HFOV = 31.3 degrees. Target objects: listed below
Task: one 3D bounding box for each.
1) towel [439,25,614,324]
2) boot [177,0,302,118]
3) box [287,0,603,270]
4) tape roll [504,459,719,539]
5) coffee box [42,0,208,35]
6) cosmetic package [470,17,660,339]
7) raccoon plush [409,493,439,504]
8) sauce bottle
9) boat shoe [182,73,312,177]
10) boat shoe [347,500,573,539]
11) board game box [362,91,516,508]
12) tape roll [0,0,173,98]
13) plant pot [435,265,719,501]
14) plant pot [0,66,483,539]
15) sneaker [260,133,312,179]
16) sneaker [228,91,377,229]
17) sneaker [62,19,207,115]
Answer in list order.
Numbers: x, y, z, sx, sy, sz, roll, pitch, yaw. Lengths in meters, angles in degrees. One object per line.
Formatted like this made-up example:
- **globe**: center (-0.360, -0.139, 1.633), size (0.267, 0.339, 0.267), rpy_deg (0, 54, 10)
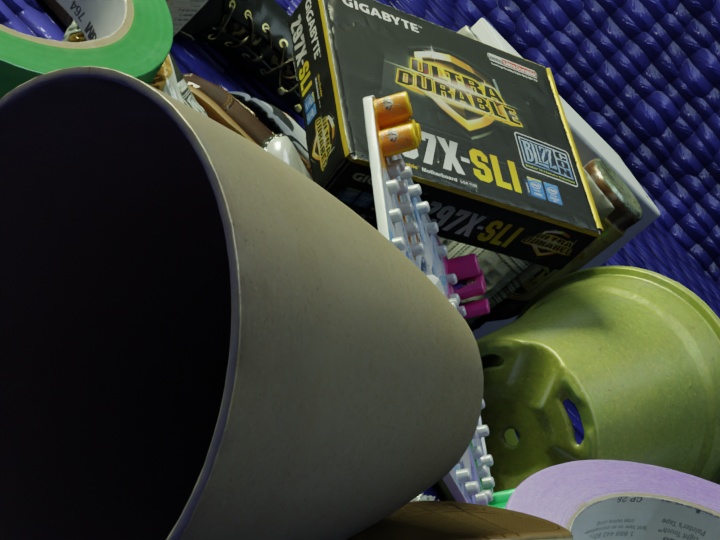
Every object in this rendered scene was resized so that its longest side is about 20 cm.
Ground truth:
- **towel**: center (0.062, -0.062, 0.983), size (0.193, 0.200, 0.035), rpy_deg (53, 12, 14)
- **boot**: center (-0.091, -0.199, 1.108), size (0.154, 0.074, 0.204), rpy_deg (42, 14, -3)
- **box**: center (0.055, -0.095, 0.852), size (0.199, 0.049, 0.160), rpy_deg (15, 48, -29)
- **tape roll**: center (0.160, 0.177, 0.645), size (0.199, 0.066, 0.200), rpy_deg (13, 23, -5)
- **coffee box**: center (-0.138, -0.252, 0.907), size (0.114, 0.200, 0.080), rpy_deg (49, 16, 1)
- **cosmetic package**: center (0.109, -0.068, 1.107), size (0.199, 0.200, 0.123), rpy_deg (40, 19, -27)
- **raccoon plush**: center (0.014, 0.097, 0.674), size (0.134, 0.097, 0.200), rpy_deg (54, 33, -2)
- **sauce bottle**: center (0.128, -0.004, 1.018), size (0.065, 0.200, 0.065), rpy_deg (43, 19, -18)
- **boat shoe**: center (-0.065, -0.060, 0.891), size (0.200, 0.070, 0.070), rpy_deg (50, 22, 5)
- **boat shoe**: center (0.007, 0.143, 0.544), size (0.199, 0.065, 0.072), rpy_deg (-4, 6, -36)
- **board game box**: center (0.051, 0.033, 0.716), size (0.200, 0.026, 0.200), rpy_deg (60, 19, -52)
- **tape roll**: center (-0.204, -0.158, 0.718), size (0.200, 0.048, 0.201), rpy_deg (27, 34, -20)
- **plant pot**: center (0.142, 0.100, 0.890), size (0.184, 0.200, 0.201), rpy_deg (-5, 55, -55)
- **plant pot**: center (-0.044, 0.039, 0.495), size (0.200, 0.187, 0.188), rpy_deg (13, 38, -49)
- **sneaker**: center (0.000, 0.000, 0.811), size (0.075, 0.086, 0.201), rpy_deg (-52, 118, -78)
- **sneaker**: center (-0.032, -0.059, 0.967), size (0.200, 0.074, 0.080), rpy_deg (49, 15, 0)
- **sneaker**: center (-0.126, -0.082, 0.822), size (0.200, 0.076, 0.088), rpy_deg (61, 7, 21)
